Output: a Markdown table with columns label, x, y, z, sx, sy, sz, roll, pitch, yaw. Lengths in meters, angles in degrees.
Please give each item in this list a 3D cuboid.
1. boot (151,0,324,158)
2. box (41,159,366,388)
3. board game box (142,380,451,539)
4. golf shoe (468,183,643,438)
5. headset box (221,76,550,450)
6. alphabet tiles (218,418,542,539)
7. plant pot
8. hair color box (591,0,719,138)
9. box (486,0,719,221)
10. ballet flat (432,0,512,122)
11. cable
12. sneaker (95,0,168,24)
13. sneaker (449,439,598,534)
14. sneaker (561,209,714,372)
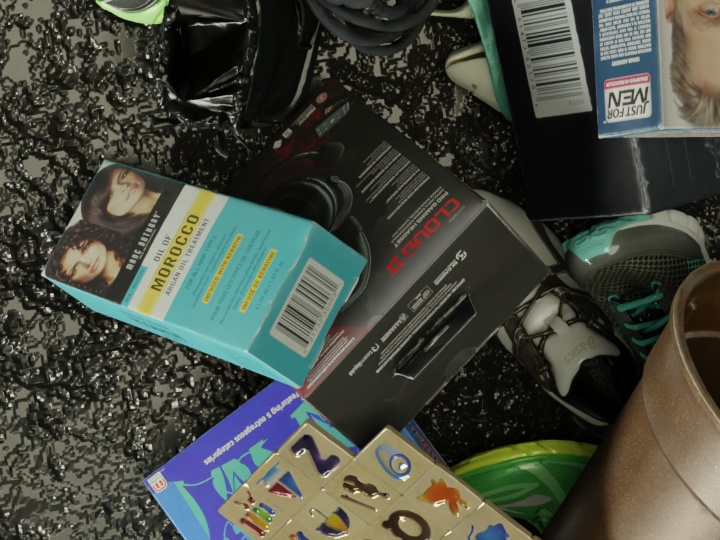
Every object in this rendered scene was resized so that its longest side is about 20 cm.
| label | x | y | z | sx | sy | sz | roll | pitch | yaw |
| --- | --- | --- | --- | --- | --- | --- | --- | --- | --- |
| boot | -0.062 | -0.167 | 1.296 | 0.073 | 0.162 | 0.199 | 11 | 98 | 12 |
| box | -0.091 | -0.002 | 1.295 | 0.049 | 0.200 | 0.082 | 36 | 77 | -41 |
| board game box | -0.010 | 0.160 | 1.375 | 0.152 | 0.045 | 0.200 | -38 | 86 | 9 |
| golf shoe | 0.114 | 0.024 | 1.396 | 0.200 | 0.094 | 0.078 | 43 | 90 | -12 |
| headset box | 0.000 | 0.000 | 1.313 | 0.149 | 0.200 | 0.077 | -47 | 130 | 0 |
| alphabet tiles | 0.023 | 0.168 | 1.287 | 0.200 | 0.006 | 0.166 | 38 | 130 | -6 |
| plant pot | 0.209 | 0.134 | 1.285 | 0.200 | 0.200 | 0.198 | 24 | 125 | -13 |
| hair color box | 0.177 | -0.172 | 1.227 | 0.100 | 0.060 | 0.201 | -3 | 90 | -30 |
| box | 0.187 | -0.147 | 1.336 | 0.200 | 0.117 | 0.197 | -16 | 98 | -31 |
| ballet flat | 0.076 | -0.152 | 1.386 | 0.070 | 0.067 | 0.200 | -15 | 102 | 17 |
| cable | -0.013 | -0.210 | 1.279 | 0.051 | 0.200 | 0.164 | -21 | 59 | 23 |
| sneaker | -0.121 | -0.244 | 1.322 | 0.084 | 0.077 | 0.201 | 11 | 95 | -16 |
| sneaker | 0.147 | 0.156 | 1.422 | 0.199 | 0.074 | 0.084 | 14 | 69 | -12 |
| sneaker | 0.184 | 0.028 | 1.358 | 0.077 | 0.200 | 0.091 | -23 | 62 | 25 |
